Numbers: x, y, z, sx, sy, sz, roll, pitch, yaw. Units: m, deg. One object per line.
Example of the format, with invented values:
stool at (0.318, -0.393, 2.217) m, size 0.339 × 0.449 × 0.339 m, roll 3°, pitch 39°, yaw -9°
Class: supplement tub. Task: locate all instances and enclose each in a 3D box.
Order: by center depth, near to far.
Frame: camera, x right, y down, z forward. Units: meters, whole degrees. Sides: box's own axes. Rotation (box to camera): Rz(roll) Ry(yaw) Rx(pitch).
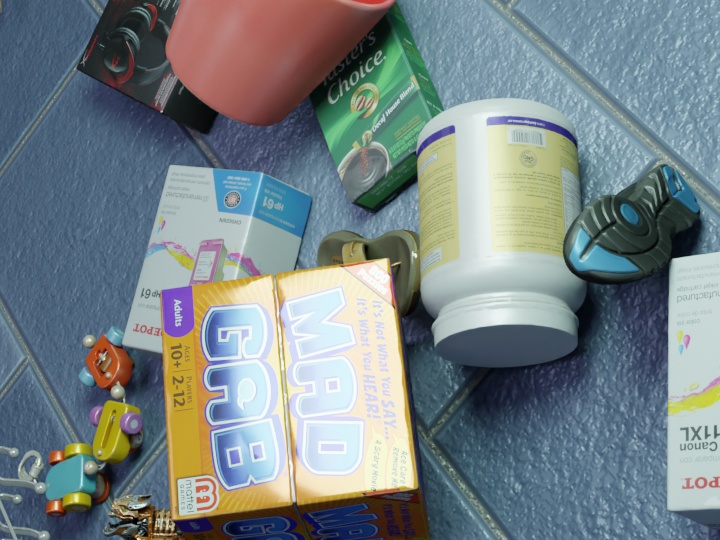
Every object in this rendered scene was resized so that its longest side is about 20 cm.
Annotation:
supplement tub at (0.121, -0.030, 1.301) m, size 0.144 × 0.145 × 0.202 m, roll -15°, pitch 66°, yaw 35°

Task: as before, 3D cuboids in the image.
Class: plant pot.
plant pot at (-0.091, -0.253, 1.477) m, size 0.178 × 0.199 × 0.201 m, roll -52°, pitch 49°, yaw 28°

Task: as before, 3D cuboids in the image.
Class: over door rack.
over door rack at (-0.355, 0.301, 1.577) m, size 0.201 × 0.066 × 0.149 m, roll -117°, pitch 26°, yaw -53°

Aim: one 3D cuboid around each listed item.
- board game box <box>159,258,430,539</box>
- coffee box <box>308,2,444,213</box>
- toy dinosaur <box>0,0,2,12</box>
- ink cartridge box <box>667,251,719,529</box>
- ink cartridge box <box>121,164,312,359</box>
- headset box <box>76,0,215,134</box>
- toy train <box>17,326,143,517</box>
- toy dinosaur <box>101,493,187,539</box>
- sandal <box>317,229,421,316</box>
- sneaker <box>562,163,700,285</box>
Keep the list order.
board game box at (-0.053, 0.132, 1.303) m, size 0.198 × 0.200 × 0.202 m, roll -8°, pitch 66°, yaw 3°
coffee box at (0.012, -0.171, 1.506) m, size 0.123 × 0.044 × 0.201 m, roll -36°, pitch 55°, yaw 26°
toy dinosaur at (-0.466, -0.442, 1.934) m, size 0.085 × 0.135 × 0.202 m, roll 21°, pitch 89°, yaw 41°
ink cartridge box at (0.314, 0.089, 1.141) m, size 0.145 × 0.083 × 0.202 m, roll -9°, pitch 69°, yaw 36°
ink cartridge box at (-0.148, 0.002, 1.552) m, size 0.144 × 0.084 × 0.202 m, roll 7°, pitch 81°, yaw 40°
headset box at (-0.212, -0.254, 1.699) m, size 0.199 × 0.075 × 0.150 m, roll 29°, pitch 94°, yaw 42°
toy train at (-0.286, 0.171, 1.631) m, size 0.201 × 0.055 × 0.150 m, roll -57°, pitch 43°, yaw 9°
toy dinosaur at (-0.146, 0.280, 1.391) m, size 0.199 × 0.102 × 0.137 m, roll 25°, pitch 94°, yaw 15°
sandal at (0.000, 0.000, 1.409) m, size 0.199 × 0.054 × 0.081 m, roll 11°, pitch 104°, yaw 60°
sneaker at (0.208, -0.021, 1.211) m, size 0.082 × 0.199 × 0.074 m, roll -39°, pitch 82°, yaw 35°
